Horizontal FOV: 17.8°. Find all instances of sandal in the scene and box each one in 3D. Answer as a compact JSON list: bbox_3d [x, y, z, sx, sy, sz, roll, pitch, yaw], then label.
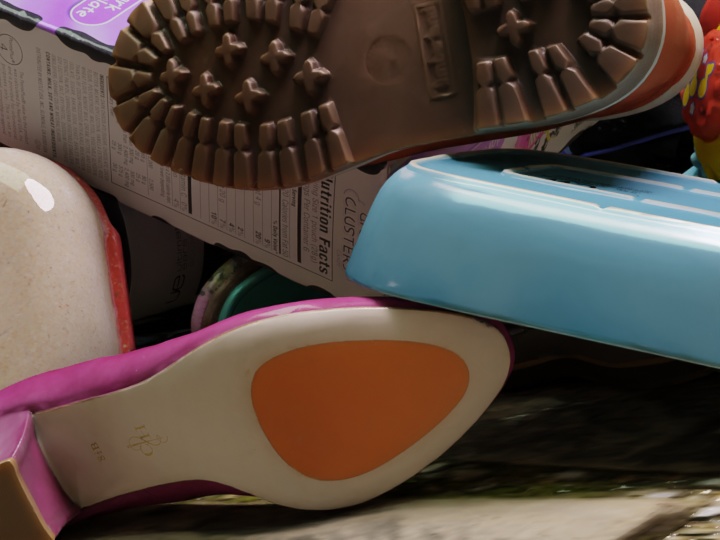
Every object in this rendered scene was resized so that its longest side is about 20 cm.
[{"bbox_3d":[0.074,0.009,0.815,0.081,0.055,0.199,-17,9,-31],"label":"sandal"}]

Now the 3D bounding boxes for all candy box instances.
[{"bbox_3d":[-0.025,-0.084,0.896,0.199,0.072,0.168,23,42,25],"label":"candy box"}]

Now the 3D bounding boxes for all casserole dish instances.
[{"bbox_3d":[0.089,-0.005,0.694,0.199,0.039,0.121,12,12,30],"label":"casserole dish"}]

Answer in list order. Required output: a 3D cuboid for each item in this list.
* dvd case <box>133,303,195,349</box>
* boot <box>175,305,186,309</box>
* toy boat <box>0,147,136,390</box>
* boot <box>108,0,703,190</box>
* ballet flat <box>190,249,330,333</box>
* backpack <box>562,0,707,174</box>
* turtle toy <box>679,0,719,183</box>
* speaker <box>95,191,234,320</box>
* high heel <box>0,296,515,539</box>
[{"bbox_3d":[-0.110,0.037,1.047,0.198,0.025,0.150,-10,8,26],"label":"dvd case"},{"bbox_3d":[-0.108,-0.012,1.093,0.199,0.077,0.155,5,21,44],"label":"boot"},{"bbox_3d":[-0.177,0.040,0.886,0.198,0.132,0.131,-12,-23,6],"label":"toy boat"},{"bbox_3d":[0.017,-0.067,0.770,0.198,0.076,0.107,-3,1,24],"label":"boot"},{"bbox_3d":[0.000,0.000,0.926,0.199,0.070,0.071,-15,31,-37],"label":"ballet flat"},{"bbox_3d":[0.152,-0.086,1.014,0.181,0.136,0.200,-3,-9,-30],"label":"backpack"},{"bbox_3d":[0.165,-0.077,0.787,0.100,0.202,0.146,11,-7,-13],"label":"turtle toy"},{"bbox_3d":[-0.040,-0.037,0.980,0.199,0.082,0.081,-17,8,-36],"label":"speaker"},{"bbox_3d":[-0.042,0.042,0.739,0.199,0.068,0.096,-24,13,15],"label":"high heel"}]
